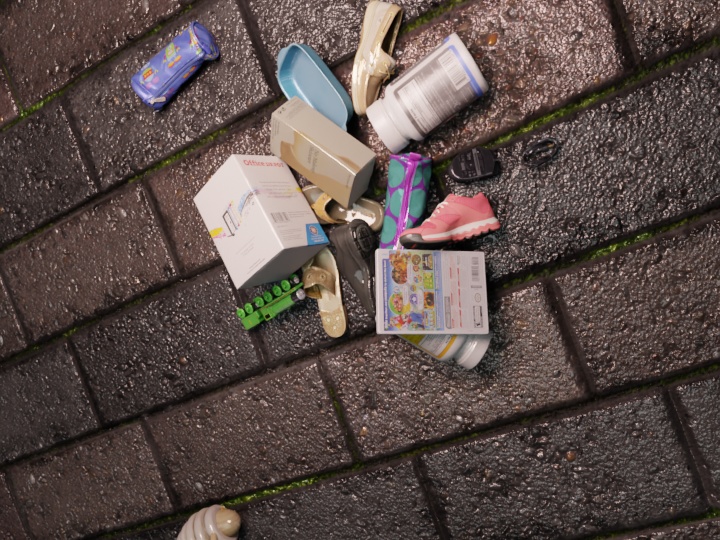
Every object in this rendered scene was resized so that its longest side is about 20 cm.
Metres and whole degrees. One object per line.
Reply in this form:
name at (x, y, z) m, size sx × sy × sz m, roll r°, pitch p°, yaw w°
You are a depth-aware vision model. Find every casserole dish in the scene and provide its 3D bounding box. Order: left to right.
casserole dish at (-0.081, -0.334, 1.043) m, size 0.201 × 0.039 × 0.121 m, roll 53°, pitch 146°, yaw 3°

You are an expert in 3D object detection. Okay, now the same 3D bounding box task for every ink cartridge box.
ink cartridge box at (-0.189, -0.095, 1.053) m, size 0.144 × 0.146 × 0.203 m, roll -36°, pitch 77°, yaw 31°

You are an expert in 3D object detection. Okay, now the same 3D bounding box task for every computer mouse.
computer mouse at (0.254, -0.197, 0.993) m, size 0.196 × 0.034 × 0.060 m, roll -10°, pitch 79°, yaw 13°

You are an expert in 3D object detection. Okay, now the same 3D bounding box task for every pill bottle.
pill bottle at (0.114, -0.304, 0.974) m, size 0.198 × 0.114 × 0.115 m, roll -33°, pitch 88°, yaw 19°
pill bottle at (0.135, 0.094, 1.016) m, size 0.198 × 0.113 × 0.114 m, roll 31°, pitch 106°, yaw -3°

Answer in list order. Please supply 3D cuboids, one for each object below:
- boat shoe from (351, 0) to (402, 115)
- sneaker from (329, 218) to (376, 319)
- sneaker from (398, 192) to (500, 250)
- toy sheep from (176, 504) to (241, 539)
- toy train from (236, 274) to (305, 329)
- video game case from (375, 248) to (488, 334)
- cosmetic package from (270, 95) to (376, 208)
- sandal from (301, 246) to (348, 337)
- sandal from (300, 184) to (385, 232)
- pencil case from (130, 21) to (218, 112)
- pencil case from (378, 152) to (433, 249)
boat shoe at (0.033, -0.383, 1.007) m, size 0.068 × 0.073 × 0.205 m, roll 13°, pitch 101°, yaw 20°
sneaker at (0.000, 0.000, 1.080) m, size 0.090 × 0.075 × 0.204 m, roll -7°, pitch 104°, yaw 43°
sneaker at (0.151, -0.089, 0.989) m, size 0.196 × 0.074 × 0.089 m, roll -13°, pitch 81°, yaw -20°
toy sheep at (-0.344, 0.604, 1.234) m, size 0.199 × 0.138 × 0.139 m, roll -36°, pitch 87°, yaw 7°
toy train at (-0.182, 0.068, 1.128) m, size 0.198 × 0.042 × 0.057 m, roll -29°, pitch 94°, yaw 38°
video game case at (0.123, 0.037, 0.958) m, size 0.195 × 0.018 × 0.147 m, roll 1°, pitch 79°, yaw -11°
cosmetic package at (-0.073, -0.220, 1.035) m, size 0.199 × 0.071 × 0.106 m, roll 37°, pitch 149°, yaw 12°
sandal at (-0.080, 0.033, 1.103) m, size 0.076 × 0.070 × 0.216 m, roll -18°, pitch 92°, yaw 18°
sandal at (-0.046, -0.120, 1.079) m, size 0.196 × 0.054 × 0.082 m, roll 14°, pitch 102°, yaw 15°
pencil case at (-0.378, -0.411, 1.126) m, size 0.198 × 0.078 × 0.088 m, roll -32°, pitch 59°, yaw 19°
pencil case at (0.082, -0.111, 1.020) m, size 0.083 × 0.092 × 0.205 m, roll 7°, pitch 99°, yaw 3°
